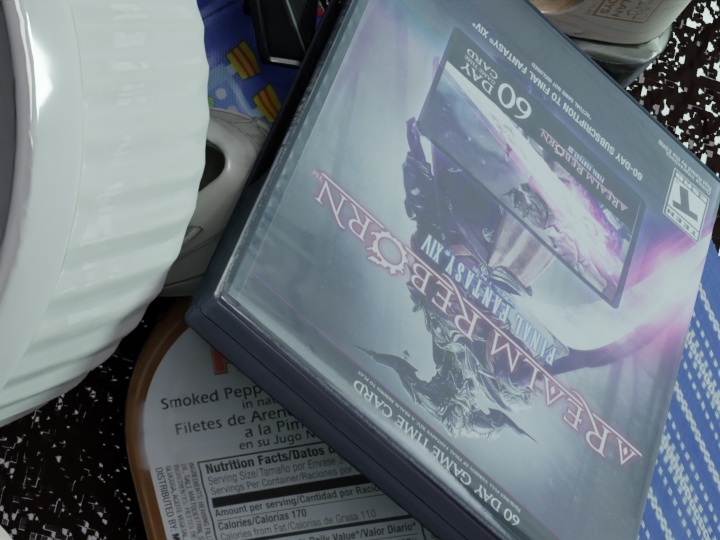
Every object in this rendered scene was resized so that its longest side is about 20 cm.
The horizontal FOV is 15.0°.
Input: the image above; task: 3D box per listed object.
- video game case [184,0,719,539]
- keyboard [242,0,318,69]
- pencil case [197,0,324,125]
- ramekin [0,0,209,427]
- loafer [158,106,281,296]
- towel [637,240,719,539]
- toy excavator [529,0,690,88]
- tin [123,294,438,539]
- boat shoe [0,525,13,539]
[{"bbox_3d":[0.035,-0.007,0.773,0.143,0.019,0.200,41,38,-16],"label":"video game case"},{"bbox_3d":[-0.015,-0.154,0.814,0.020,0.127,0.201,2,66,10],"label":"keyboard"},{"bbox_3d":[0.000,0.000,0.860,0.087,0.078,0.200,-40,97,-42],"label":"pencil case"},{"bbox_3d":[-0.131,-0.044,0.688,0.105,0.199,0.201,-11,85,-59],"label":"ramekin"},{"bbox_3d":[-0.115,-0.017,0.780,0.199,0.070,0.070,-9,75,14],"label":"loafer"},{"bbox_3d":[0.082,0.057,0.841,0.145,0.024,0.200,63,33,-19],"label":"towel"},{"bbox_3d":[0.093,-0.168,0.921,0.193,0.100,0.201,8,65,-15],"label":"toy excavator"},{"bbox_3d":[-0.005,0.089,0.821,0.111,0.042,0.201,-11,101,12],"label":"tin"},{"bbox_3d":[-0.106,0.140,0.800,0.067,0.072,0.201,-31,95,-27],"label":"boat shoe"}]
